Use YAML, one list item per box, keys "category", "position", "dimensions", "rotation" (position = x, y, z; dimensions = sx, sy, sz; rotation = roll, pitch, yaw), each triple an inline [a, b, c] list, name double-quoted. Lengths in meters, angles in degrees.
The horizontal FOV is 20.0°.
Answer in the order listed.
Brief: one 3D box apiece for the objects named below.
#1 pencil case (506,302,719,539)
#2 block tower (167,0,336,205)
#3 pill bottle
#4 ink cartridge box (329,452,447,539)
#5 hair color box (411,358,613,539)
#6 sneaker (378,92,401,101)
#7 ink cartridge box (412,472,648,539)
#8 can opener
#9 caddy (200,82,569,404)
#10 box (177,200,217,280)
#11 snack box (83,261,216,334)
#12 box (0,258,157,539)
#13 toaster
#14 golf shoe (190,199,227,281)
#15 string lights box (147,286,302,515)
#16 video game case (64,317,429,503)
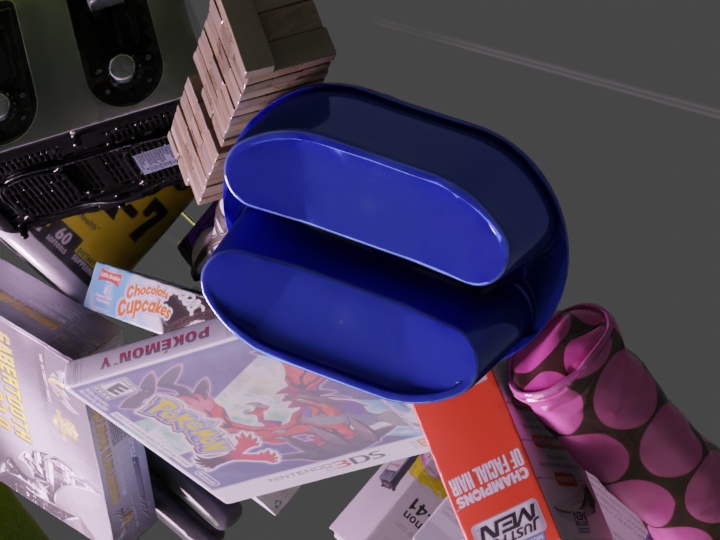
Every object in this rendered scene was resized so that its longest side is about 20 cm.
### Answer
- category: "pencil case"
  position: [0.171, 0.101, 1.283]
  dimensions: [0.200, 0.090, 0.094]
  rotation: [48, -156, -32]
- category: "block tower"
  position: [-0.065, -0.100, 1.167]
  dimensions: [0.200, 0.057, 0.054]
  rotation: [121, 129, -68]
- category: "pill bottle"
  position: [-0.173, -0.079, 1.483]
  dimensions: [0.114, 0.200, 0.114]
  rotation: [39, 173, 6]
- category: "ink cartridge box"
  position: [0.098, 0.185, 1.643]
  dimensions: [0.147, 0.200, 0.086]
  rotation: [42, 172, -14]
- category: "hair color box"
  position: [0.081, 0.090, 1.292]
  dimensions: [0.111, 0.064, 0.201]
  rotation: [17, -133, -66]
- category: "sneaker"
  position: [0.012, -0.068, 1.229]
  dimensions: [0.082, 0.071, 0.200]
  rotation: [16, -177, -31]
- category: "ink cartridge box"
  position: [0.165, 0.182, 1.404]
  dimensions: [0.200, 0.174, 0.044]
  rotation: [39, 172, 15]
- category: "can opener"
  position: [-0.169, 0.132, 1.574]
  dimensions: [0.200, 0.053, 0.067]
  rotation: [40, -156, 9]
- category: "caddy"
  position: [0.011, -0.016, 1.091]
  dimensions: [0.199, 0.142, 0.105]
  rotation: [20, -156, 13]
- category: "box"
  position: [-0.044, -0.001, 1.578]
  dimensions: [0.106, 0.122, 0.200]
  rotation: [37, 172, 20]
- category: "snack box"
  position: [-0.083, 0.042, 1.398]
  dimensions: [0.199, 0.037, 0.116]
  rotation: [16, 177, 42]
- category: "box"
  position: [-0.231, 0.096, 1.498]
  dimensions: [0.158, 0.048, 0.201]
  rotation: [28, 141, 30]
- category: "toaster"
  position: [-0.178, -0.110, 1.333]
  dimensions: [0.200, 0.180, 0.120]
  rotation: [69, -175, -75]
- category: "golf shoe"
  position: [-0.067, -0.030, 1.386]
  dimensions: [0.200, 0.077, 0.095]
  rotation: [-167, 68, -66]
- category: "string lights box"
  position: [-0.095, 0.092, 1.514]
  dimensions: [0.059, 0.103, 0.200]
  rotation: [48, 169, -34]
- category: "video game case"
  position: [-0.059, 0.086, 1.301]
  dimensions: [0.200, 0.181, 0.023]
  rotation: [44, -144, -49]
